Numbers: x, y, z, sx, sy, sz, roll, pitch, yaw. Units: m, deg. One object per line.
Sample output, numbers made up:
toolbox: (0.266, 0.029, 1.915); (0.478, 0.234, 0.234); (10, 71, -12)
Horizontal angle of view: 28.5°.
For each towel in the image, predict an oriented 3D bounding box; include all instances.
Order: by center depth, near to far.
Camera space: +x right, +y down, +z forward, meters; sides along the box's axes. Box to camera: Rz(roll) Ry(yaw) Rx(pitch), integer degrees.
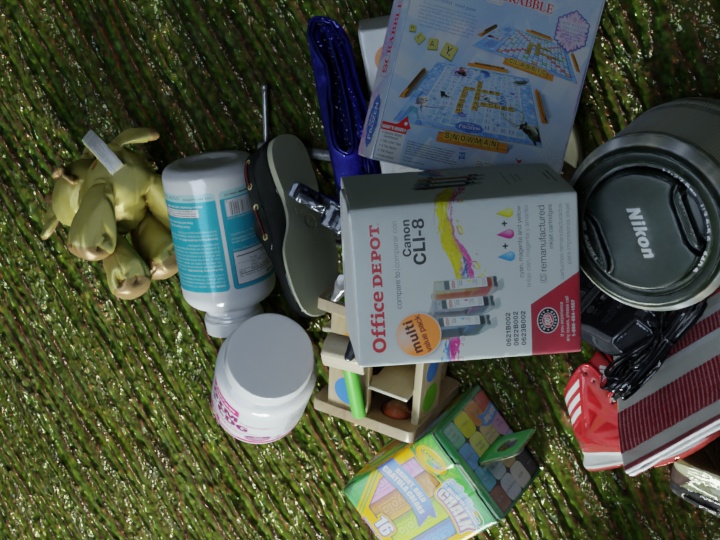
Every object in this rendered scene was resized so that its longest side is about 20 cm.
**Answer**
towel: (0.303, 0.088, 1.358); (0.023, 0.201, 0.144); (31, 131, -25)
towel: (-0.013, -0.153, 1.431); (0.049, 0.200, 0.149); (-11, 75, -1)

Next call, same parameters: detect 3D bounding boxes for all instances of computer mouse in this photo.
computer mouse: (0.258, 0.051, 1.387); (0.139, 0.200, 0.053); (-48, 116, -1)

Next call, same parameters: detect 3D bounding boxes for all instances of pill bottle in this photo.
pill bottle: (-0.109, 0.121, 1.594); (0.113, 0.113, 0.200); (44, 161, 8)
pill bottle: (-0.158, -0.029, 1.620); (0.110, 0.111, 0.201); (3, 110, 29)

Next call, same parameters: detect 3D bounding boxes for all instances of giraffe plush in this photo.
giraffe plush: (-0.304, -0.076, 1.676); (0.162, 0.172, 0.201); (2, 123, 52)

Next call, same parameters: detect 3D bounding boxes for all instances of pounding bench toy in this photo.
pounding bench toy: (0.015, 0.104, 1.511); (0.124, 0.200, 0.157); (18, 121, 23)

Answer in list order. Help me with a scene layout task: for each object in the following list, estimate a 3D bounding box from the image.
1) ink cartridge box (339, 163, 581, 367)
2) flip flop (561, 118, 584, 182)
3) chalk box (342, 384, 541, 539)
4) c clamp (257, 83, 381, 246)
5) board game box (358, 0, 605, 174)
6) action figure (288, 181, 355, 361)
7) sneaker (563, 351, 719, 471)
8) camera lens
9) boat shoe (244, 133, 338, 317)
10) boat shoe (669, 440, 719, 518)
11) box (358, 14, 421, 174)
ink cartridge box: (0.084, -0.008, 1.260); (0.198, 0.145, 0.146); (-5, 105, -2)
flip flop: (0.183, -0.091, 1.426); (0.081, 0.058, 0.201); (-6, 105, 32)
chalk box: (0.104, 0.220, 1.557); (0.200, 0.124, 0.124); (-38, 88, 34)
c clamp: (-0.031, -0.104, 1.567); (0.199, 0.027, 0.172); (15, 116, 25)
board game box: (0.114, -0.183, 1.330); (0.041, 0.199, 0.201); (-150, 73, -66)
action figure: (0.000, 0.000, 1.433); (0.199, 0.194, 0.105); (27, 112, -8)
sneaker: (0.274, 0.134, 1.432); (0.200, 0.078, 0.116); (-25, 93, 50)
camera lens: (0.286, -0.065, 1.289); (0.159, 0.200, 0.161); (12, 115, 27)
boat shoe: (-0.076, -0.044, 1.541); (0.063, 0.073, 0.203); (-25, 74, 45)
boat shoe: (0.406, 0.233, 1.423); (0.199, 0.073, 0.065); (26, 131, 23)
box: (0.073, -0.156, 1.414); (0.123, 0.098, 0.201); (-9, 106, 2)
